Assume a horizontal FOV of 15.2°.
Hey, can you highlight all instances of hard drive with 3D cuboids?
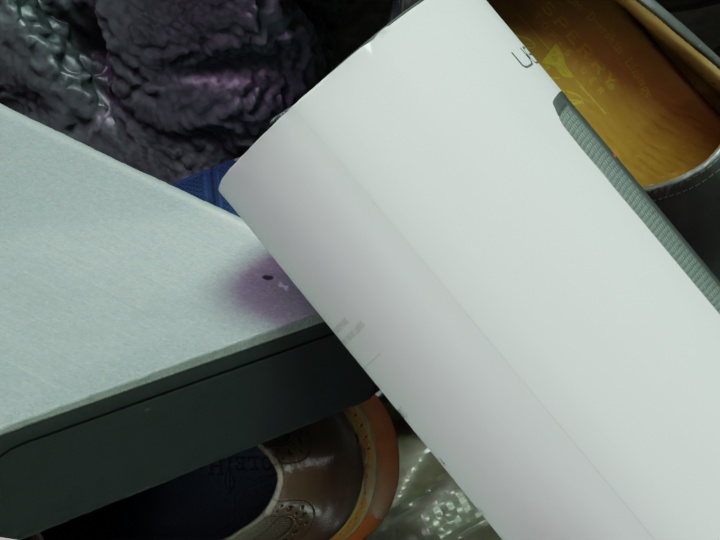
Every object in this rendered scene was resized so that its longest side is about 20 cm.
[{"bbox_3d":[-0.110,0.000,0.696,0.199,0.033,0.139,25,31,37],"label":"hard drive"}]

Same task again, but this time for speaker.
[{"bbox_3d":[0.056,0.030,0.637,0.081,0.081,0.200,-39,86,-11],"label":"speaker"}]

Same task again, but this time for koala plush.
[{"bbox_3d":[-0.046,-0.116,0.886,0.177,0.185,0.200,-12,22,34],"label":"koala plush"}]

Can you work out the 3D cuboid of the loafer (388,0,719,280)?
[{"bbox_3d":[0.085,-0.018,0.697,0.200,0.072,0.073,40,83,7],"label":"loafer"}]

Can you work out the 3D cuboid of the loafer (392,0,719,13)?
[{"bbox_3d":[0.073,-0.098,0.800,0.199,0.063,0.072,-4,69,-14],"label":"loafer"}]

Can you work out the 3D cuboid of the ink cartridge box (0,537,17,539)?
[{"bbox_3d":[-0.075,0.095,0.633,0.199,0.176,0.045,7,77,18],"label":"ink cartridge box"}]

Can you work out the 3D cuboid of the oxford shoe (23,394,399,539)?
[{"bbox_3d":[-0.094,0.055,0.729,0.199,0.073,0.072,-9,87,21],"label":"oxford shoe"}]

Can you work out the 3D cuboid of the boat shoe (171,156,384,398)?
[{"bbox_3d":[0.000,0.000,0.778,0.199,0.073,0.072,-20,20,7],"label":"boat shoe"}]
